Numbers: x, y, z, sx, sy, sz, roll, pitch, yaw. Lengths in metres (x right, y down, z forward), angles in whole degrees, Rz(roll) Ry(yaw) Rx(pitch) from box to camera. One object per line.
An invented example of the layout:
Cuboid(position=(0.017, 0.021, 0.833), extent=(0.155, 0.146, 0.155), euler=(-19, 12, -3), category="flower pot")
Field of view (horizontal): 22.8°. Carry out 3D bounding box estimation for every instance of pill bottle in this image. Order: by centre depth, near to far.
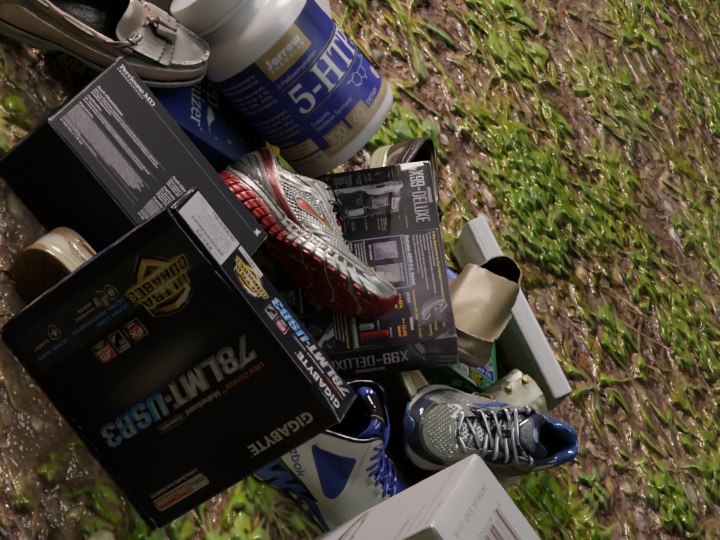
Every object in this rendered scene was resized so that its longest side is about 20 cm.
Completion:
Cuboid(position=(-0.075, -0.193, 1.625), extent=(0.200, 0.119, 0.120), euler=(46, 32, -23), category="pill bottle")

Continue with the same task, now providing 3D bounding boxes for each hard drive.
Cuboid(position=(0.156, 0.050, 1.864), extent=(0.132, 0.026, 0.201), euler=(102, -37, -77), category="hard drive")

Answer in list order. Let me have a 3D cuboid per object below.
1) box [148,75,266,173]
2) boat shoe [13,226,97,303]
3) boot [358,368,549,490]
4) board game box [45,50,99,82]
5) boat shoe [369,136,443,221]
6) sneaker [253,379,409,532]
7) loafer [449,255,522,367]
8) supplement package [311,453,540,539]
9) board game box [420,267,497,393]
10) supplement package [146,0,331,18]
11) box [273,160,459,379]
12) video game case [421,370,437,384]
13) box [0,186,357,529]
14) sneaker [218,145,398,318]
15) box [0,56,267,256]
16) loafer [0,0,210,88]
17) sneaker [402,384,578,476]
Cuboid(position=(-0.147, -0.152, 1.632), extent=(0.200, 0.032, 0.122), euler=(34, 38, -37), category="box")
Cuboid(position=(-0.184, 0.050, 1.399), extent=(0.200, 0.071, 0.065), euler=(52, 32, -7), category="boat shoe")
Cuboid(position=(0.094, 0.127, 1.681), extent=(0.154, 0.072, 0.201), euler=(-33, 97, -36), category="boot")
Cuboid(position=(-0.201, -0.186, 1.634), extent=(0.200, 0.023, 0.105), euler=(35, 40, -35), category="board game box")
Cuboid(position=(0.045, -0.055, 1.724), extent=(0.073, 0.065, 0.201), euler=(34, 38, -36), category="boat shoe")
Cuboid(position=(-0.004, 0.160, 1.516), extent=(0.199, 0.115, 0.081), euler=(37, 37, -31), category="sneaker")
Cuboid(position=(0.109, 0.032, 1.708), extent=(0.076, 0.068, 0.200), euler=(23, 21, 5), category="loafer")
Cuboid(position=(0.032, 0.253, 1.401), extent=(0.118, 0.200, 0.117), euler=(53, 31, -8), category="supplement package")
Cuboid(position=(0.059, 0.037, 1.753), extent=(0.200, 0.029, 0.135), euler=(36, 37, -32), category="board game box")
Cuboid(position=(-0.139, -0.287, 1.704), extent=(0.200, 0.121, 0.120), euler=(40, 23, -28), category="supplement package")
Cuboid(position=(0.000, 0.000, 1.627), extent=(0.050, 0.157, 0.201), euler=(81, 1, -56), category="box")
Cuboid(position=(0.035, 0.023, 1.786), extent=(0.180, 0.025, 0.201), euler=(6, 57, -53), category="video game case")
Cuboid(position=(-0.137, 0.069, 1.324), extent=(0.199, 0.199, 0.050), euler=(54, 31, -8), category="box")
Cuboid(position=(-0.040, -0.038, 1.568), extent=(0.200, 0.078, 0.082), euler=(42, 68, 15), category="sneaker")
Cuboid(position=(-0.186, -0.058, 1.486), extent=(0.200, 0.079, 0.141), euler=(51, 34, -11), category="box")
Cuboid(position=(-0.219, -0.212, 1.523), extent=(0.199, 0.063, 0.072), euler=(15, 49, -17), category="loafer")
Cuboid(position=(0.120, 0.142, 1.585), extent=(0.199, 0.085, 0.078), euler=(10, 79, -45), category="sneaker")
